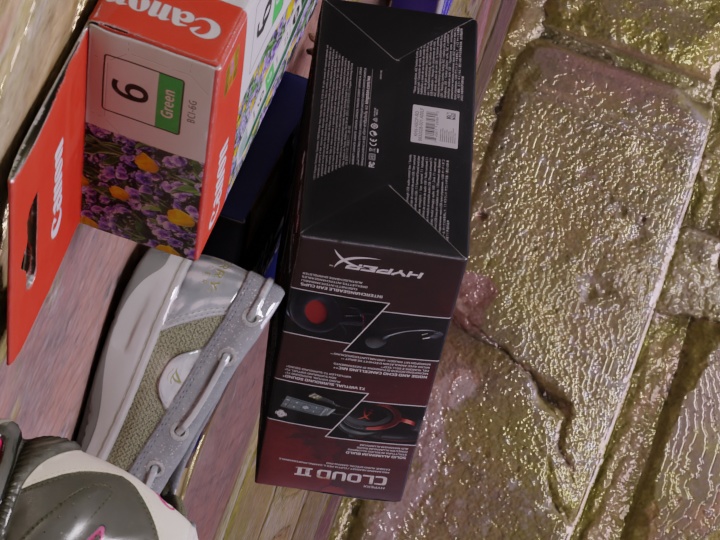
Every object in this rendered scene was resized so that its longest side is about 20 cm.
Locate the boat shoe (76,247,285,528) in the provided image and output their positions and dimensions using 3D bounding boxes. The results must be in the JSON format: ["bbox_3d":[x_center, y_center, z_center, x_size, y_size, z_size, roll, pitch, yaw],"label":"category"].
[{"bbox_3d":[-0.089,0.086,0.974,0.074,0.065,0.202,-55,163,-73],"label":"boat shoe"}]

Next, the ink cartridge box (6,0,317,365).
[{"bbox_3d":[-0.061,-0.066,0.772,0.109,0.050,0.200,103,7,-54],"label":"ink cartridge box"}]

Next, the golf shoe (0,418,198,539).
[{"bbox_3d":[-0.124,0.150,0.718,0.077,0.088,0.200,83,29,-83],"label":"golf shoe"}]

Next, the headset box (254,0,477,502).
[{"bbox_3d":[0.000,0.000,1.036,0.200,0.075,0.149,102,-6,-49],"label":"headset box"}]

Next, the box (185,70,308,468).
[{"bbox_3d":[-0.062,-0.013,1.102,0.121,0.032,0.200,-65,172,-49],"label":"box"}]

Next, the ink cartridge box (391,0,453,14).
[{"bbox_3d":[0.063,-0.251,1.487,0.198,0.043,0.200,103,6,-50],"label":"ink cartridge box"}]

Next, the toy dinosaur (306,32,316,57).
[{"bbox_3d":[-0.002,-0.047,1.198,0.200,0.086,0.136,145,-43,-84],"label":"toy dinosaur"}]
